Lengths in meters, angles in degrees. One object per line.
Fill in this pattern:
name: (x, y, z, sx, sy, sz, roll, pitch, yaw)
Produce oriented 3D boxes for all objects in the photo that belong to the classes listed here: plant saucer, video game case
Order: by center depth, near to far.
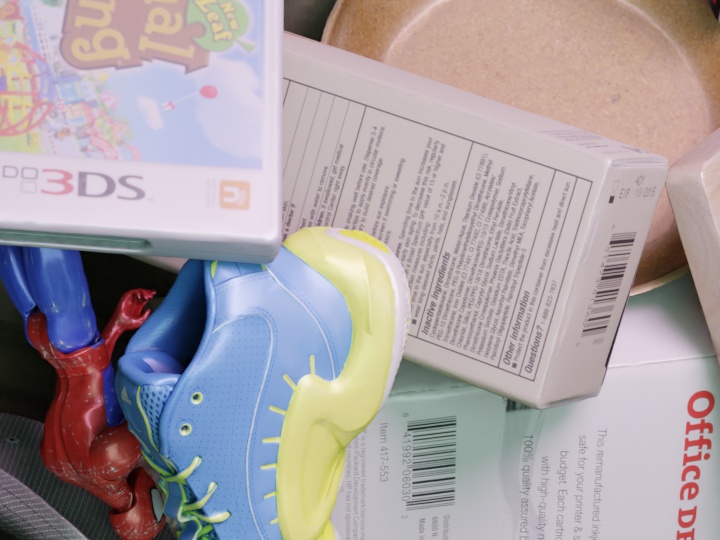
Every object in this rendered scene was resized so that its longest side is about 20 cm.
video game case: (-0.118, -0.101, 1.069, 0.181, 0.022, 0.201, 4, 63, -9)
plant saucer: (0.079, -0.069, 1.239, 0.199, 0.035, 0.201, 2, 64, -4)

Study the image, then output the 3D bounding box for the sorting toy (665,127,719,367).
sorting toy: (0.228, 0.012, 1.218, 0.200, 0.069, 0.200, -35, 111, -49)

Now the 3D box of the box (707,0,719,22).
box: (0.227, -0.190, 1.264, 0.199, 0.035, 0.110, -18, 66, -8)

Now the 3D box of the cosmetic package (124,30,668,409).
cosmetic package: (0.009, -0.027, 1.148, 0.199, 0.071, 0.106, 22, 101, 23)

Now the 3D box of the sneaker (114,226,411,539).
sneaker: (-0.054, 0.075, 1.088, 0.105, 0.076, 0.201, 10, 99, -27)

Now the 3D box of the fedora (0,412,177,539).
fedora: (-0.137, 0.130, 1.201, 0.199, 0.090, 0.177, 24, 131, 17)

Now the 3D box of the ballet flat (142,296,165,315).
ballet flat: (0.000, 0.000, 1.253, 0.199, 0.067, 0.063, -22, 85, -8)

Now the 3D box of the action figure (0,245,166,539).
action figure: (-0.097, 0.005, 1.126, 0.099, 0.065, 0.201, -24, 104, -32)

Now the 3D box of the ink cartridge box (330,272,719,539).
ink cartridge box: (0.053, 0.086, 1.227, 0.199, 0.086, 0.147, -7, 122, -13)
